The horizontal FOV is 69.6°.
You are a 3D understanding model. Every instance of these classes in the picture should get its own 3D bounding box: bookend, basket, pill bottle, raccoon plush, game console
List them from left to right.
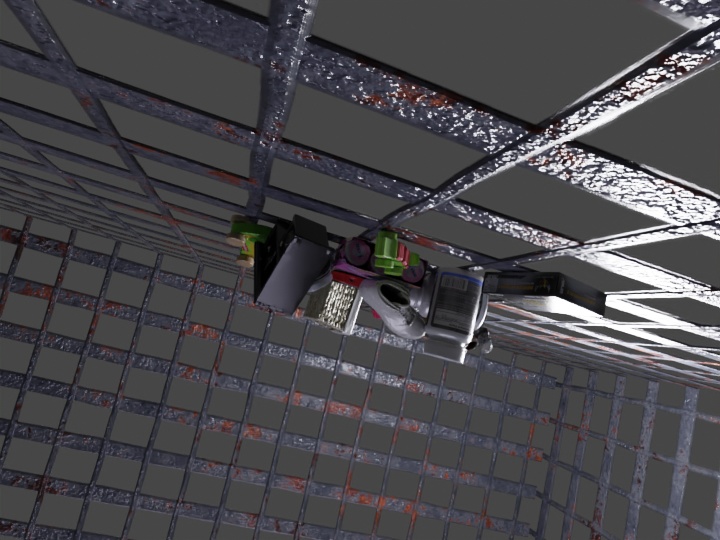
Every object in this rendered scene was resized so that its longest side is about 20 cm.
[{"bbox_3d":[-0.149,-0.050,1.110,0.091,0.201,0.201,19,127,-26],"label":"bookend"},{"bbox_3d":[-0.077,0.081,1.598,0.122,0.204,0.135,23,169,-27],"label":"basket"},{"bbox_3d":[0.014,0.038,1.314,0.196,0.032,0.177,18,178,-9],"label":"game console"},{"bbox_3d":[0.213,0.074,1.316,0.196,0.115,0.112,14,172,-3],"label":"pill bottle"},{"bbox_3d":[0.211,0.103,1.199,0.111,0.204,0.114,14,173,2],"label":"pill bottle"},{"bbox_3d":[0.300,0.147,1.471,0.095,0.204,0.134,-19,166,9],"label":"raccoon plush"}]

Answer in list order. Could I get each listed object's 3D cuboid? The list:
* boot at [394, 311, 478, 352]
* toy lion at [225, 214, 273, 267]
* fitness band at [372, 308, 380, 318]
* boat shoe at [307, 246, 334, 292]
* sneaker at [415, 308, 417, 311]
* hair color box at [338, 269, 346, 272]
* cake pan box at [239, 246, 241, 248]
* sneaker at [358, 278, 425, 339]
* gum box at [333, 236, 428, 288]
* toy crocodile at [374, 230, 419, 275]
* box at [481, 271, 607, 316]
[{"bbox_3d":[0.204,0.169,1.338,0.197,0.071,0.146,-18,-133,-32],"label":"boot"},{"bbox_3d":[-0.223,-0.055,1.298,0.187,0.070,0.201,8,157,2],"label":"toy lion"},{"bbox_3d":[0.125,0.130,1.857,0.141,0.038,0.199,-2,-166,31],"label":"fitness band"},{"bbox_3d":[-0.104,-0.014,1.186,0.071,0.072,0.201,-17,-161,8],"label":"boat shoe"},{"bbox_3d":[0.145,0.107,1.542,0.197,0.079,0.086,-23,-158,-27],"label":"sneaker"},{"bbox_3d":[0.000,0.000,1.388,0.098,0.062,0.200,16,172,-8],"label":"hair color box"},{"bbox_3d":[-0.224,-0.050,1.493,0.181,0.053,0.200,9,171,23],"label":"cake pan box"},{"bbox_3d":[0.092,0.093,1.171,0.199,0.074,0.115,39,165,-17],"label":"sneaker"},{"bbox_3d":[0.039,-0.017,1.178,0.196,0.068,0.113,17,172,-17],"label":"gum box"},{"bbox_3d":[0.070,-0.032,1.027,0.060,0.069,0.200,6,172,19],"label":"toy crocodile"},{"bbox_3d":[0.375,0.047,1.075,0.156,0.049,0.199,20,171,-30],"label":"box"}]
